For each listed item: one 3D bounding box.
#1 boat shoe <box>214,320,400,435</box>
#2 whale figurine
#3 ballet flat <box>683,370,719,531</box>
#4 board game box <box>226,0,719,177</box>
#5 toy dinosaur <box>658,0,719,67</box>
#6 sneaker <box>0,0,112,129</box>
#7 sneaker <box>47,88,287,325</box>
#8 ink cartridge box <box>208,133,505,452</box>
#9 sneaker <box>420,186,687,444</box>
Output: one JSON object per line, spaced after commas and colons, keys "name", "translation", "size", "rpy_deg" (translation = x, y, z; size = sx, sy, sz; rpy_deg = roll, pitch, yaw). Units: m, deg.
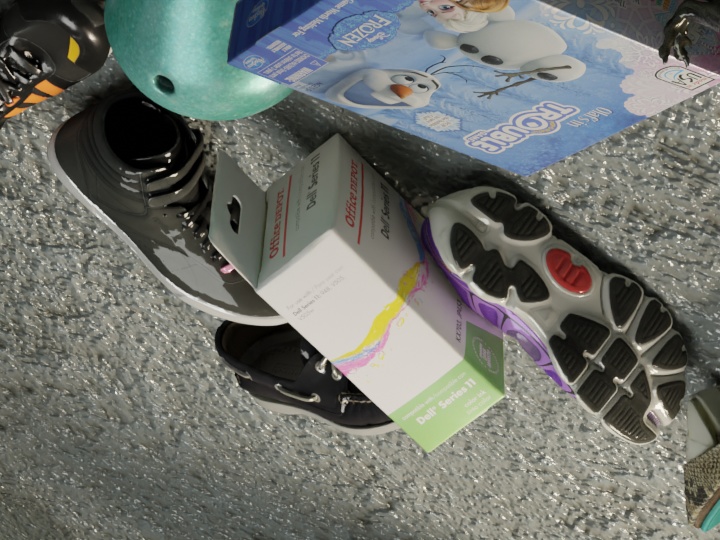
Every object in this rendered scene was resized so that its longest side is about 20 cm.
{"name": "boat shoe", "translation": [-0.021, 0.060, 1.996], "size": [0.199, 0.074, 0.060], "rpy_deg": [9, 151, 51]}
{"name": "whale figurine", "translation": [-0.090, -0.162, 1.663], "size": [0.158, 0.104, 0.200], "rpy_deg": [22, 150, 17]}
{"name": "ballet flat", "translation": [0.239, 0.089, 1.805], "size": [0.075, 0.068, 0.200], "rpy_deg": [52, 147, 7]}
{"name": "board game box", "translation": [0.061, -0.122, 1.577], "size": [0.198, 0.044, 0.200], "rpy_deg": [18, 158, -24]}
{"name": "toy dinosaur", "translation": [0.201, -0.128, 1.488], "size": [0.199, 0.048, 0.088], "rpy_deg": [34, 127, -3]}
{"name": "sneaker", "translation": [-0.224, -0.118, 1.882], "size": [0.070, 0.090, 0.200], "rpy_deg": [42, 151, -20]}
{"name": "sneaker", "translation": [-0.109, -0.040, 1.914], "size": [0.200, 0.071, 0.099], "rpy_deg": [38, 157, -5]}
{"name": "ink cartridge box", "translation": [0.000, 0.000, 1.812], "size": [0.067, 0.117, 0.200], "rpy_deg": [-37, 115, 22]}
{"name": "sneaker", "translation": [0.118, 0.022, 1.815], "size": [0.200, 0.081, 0.083], "rpy_deg": [45, 166, -10]}
